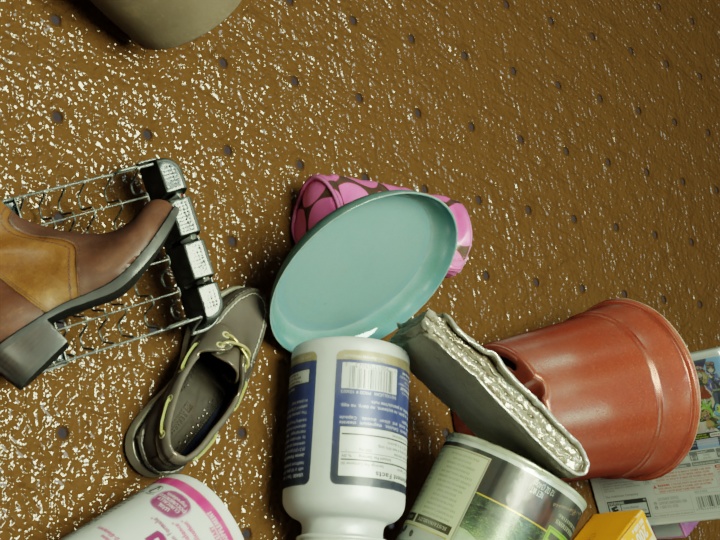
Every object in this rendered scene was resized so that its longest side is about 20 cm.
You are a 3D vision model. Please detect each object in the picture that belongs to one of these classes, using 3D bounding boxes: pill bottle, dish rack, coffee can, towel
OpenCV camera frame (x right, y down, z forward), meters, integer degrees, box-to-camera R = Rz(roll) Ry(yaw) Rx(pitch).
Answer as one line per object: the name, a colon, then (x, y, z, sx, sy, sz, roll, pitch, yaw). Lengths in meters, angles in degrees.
pill bottle: (-0.188, 0.244, 0.859, 0.200, 0.113, 0.114, -28, 97, -44)
dish rack: (-0.215, -0.003, 0.936, 0.199, 0.055, 0.154, -18, 89, -25)
pill bottle: (-0.013, 0.168, 1.047, 0.111, 0.111, 0.201, 18, 66, -38)
coffee can: (0.099, 0.270, 1.060, 0.146, 0.146, 0.201, 37, 73, -29)
towel: (0.113, 0.116, 1.068, 0.200, 0.133, 0.034, 46, 73, -4)

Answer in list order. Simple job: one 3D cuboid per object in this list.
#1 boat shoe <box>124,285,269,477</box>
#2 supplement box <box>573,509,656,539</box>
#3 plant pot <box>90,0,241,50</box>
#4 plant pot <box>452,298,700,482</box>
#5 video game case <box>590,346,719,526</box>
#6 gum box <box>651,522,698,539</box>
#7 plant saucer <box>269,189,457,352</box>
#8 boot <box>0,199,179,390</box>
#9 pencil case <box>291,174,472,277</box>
boat shoe: (-0.126, 0.089, 0.999, 0.072, 0.059, 0.200, 48, 51, -21)
supplement box: (0.301, 0.387, 1.299, 0.126, 0.073, 0.201, -35, 102, -45)
plant pot: (-0.186, -0.287, 0.987, 0.201, 0.199, 0.175, -61, 138, -35)
plant pot: (0.214, 0.139, 1.225, 0.195, 0.200, 0.202, -6, 82, -35)
video game case: (0.338, 0.192, 1.304, 0.023, 0.199, 0.183, -13, 87, -51)
gum box: (0.354, 0.207, 1.407, 0.113, 0.066, 0.201, -30, 99, -43)
plant saucer: (0.000, 0.000, 1.080, 0.200, 0.201, 0.027, 4, 38, -42)
boot: (-0.260, -0.042, 0.873, 0.200, 0.068, 0.188, 46, 76, -3)
pencil case: (0.027, -0.037, 1.161, 0.199, 0.091, 0.094, 3, 36, -40)
